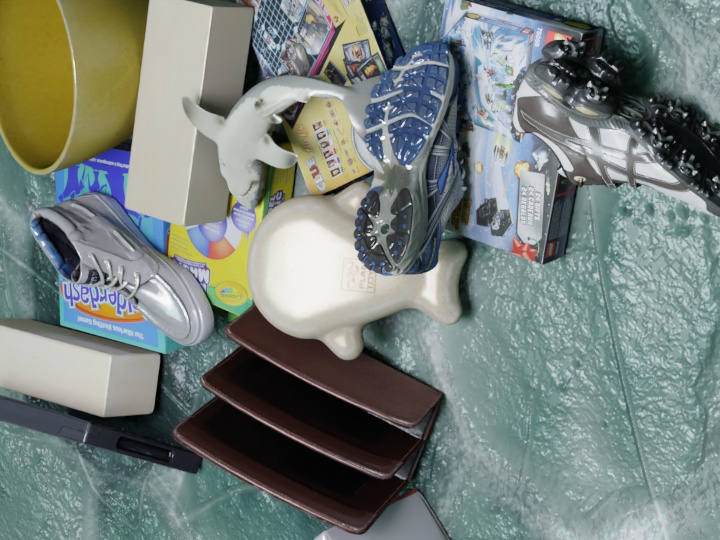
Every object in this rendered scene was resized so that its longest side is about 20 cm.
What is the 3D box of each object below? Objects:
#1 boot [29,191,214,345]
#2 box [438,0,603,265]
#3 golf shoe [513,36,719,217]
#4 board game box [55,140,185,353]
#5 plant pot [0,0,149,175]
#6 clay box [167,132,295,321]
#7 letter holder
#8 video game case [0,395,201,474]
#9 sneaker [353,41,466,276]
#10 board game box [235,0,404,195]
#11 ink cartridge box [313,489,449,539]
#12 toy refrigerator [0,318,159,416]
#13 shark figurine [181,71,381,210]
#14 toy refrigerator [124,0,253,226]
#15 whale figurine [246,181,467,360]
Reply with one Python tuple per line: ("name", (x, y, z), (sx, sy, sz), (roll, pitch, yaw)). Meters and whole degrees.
("boot", (-0.235, 0.007, 1.684), (0.200, 0.095, 0.074), (43, 125, 21))
("box", (0.122, -0.121, 1.474), (0.136, 0.040, 0.201), (22, 114, 32))
("golf shoe", (0.211, -0.097, 1.383), (0.200, 0.078, 0.095), (37, 136, 4))
("board game box", (-0.240, -0.030, 1.769), (0.151, 0.045, 0.201), (11, 109, 35))
("plant pot", (-0.252, -0.198, 1.657), (0.200, 0.141, 0.202), (20, 114, 52))
("clay box", (-0.127, -0.041, 1.678), (0.114, 0.047, 0.201), (20, 112, 33))
("letter holder", (-0.050, 0.133, 1.576), (0.199, 0.142, 0.101), (26, 116, 14))
("video game case", (-0.291, 0.161, 1.778), (0.199, 0.180, 0.026), (11, 81, 35))
("sneaker", (0.049, -0.090, 1.467), (0.077, 0.085, 0.201), (10, 85, 37))
("board game box", (-0.024, -0.181, 1.572), (0.135, 0.035, 0.201), (-22, 88, 39))
("ink cartridge box", (-0.026, 0.302, 1.628), (0.086, 0.147, 0.200), (55, 128, 14))
("toy refrigerator", (-0.310, 0.102, 1.821), (0.199, 0.076, 0.070), (11, 95, 34))
("shark figurine", (-0.064, -0.149, 1.540), (0.214, 0.090, 0.128), (-27, 113, 42))
("toy refrigerator", (-0.156, -0.149, 1.607), (0.076, 0.070, 0.201), (17, 106, 32))
("whale figurine", (0.000, 0.000, 1.577), (0.199, 0.104, 0.160), (4, 94, 12))
